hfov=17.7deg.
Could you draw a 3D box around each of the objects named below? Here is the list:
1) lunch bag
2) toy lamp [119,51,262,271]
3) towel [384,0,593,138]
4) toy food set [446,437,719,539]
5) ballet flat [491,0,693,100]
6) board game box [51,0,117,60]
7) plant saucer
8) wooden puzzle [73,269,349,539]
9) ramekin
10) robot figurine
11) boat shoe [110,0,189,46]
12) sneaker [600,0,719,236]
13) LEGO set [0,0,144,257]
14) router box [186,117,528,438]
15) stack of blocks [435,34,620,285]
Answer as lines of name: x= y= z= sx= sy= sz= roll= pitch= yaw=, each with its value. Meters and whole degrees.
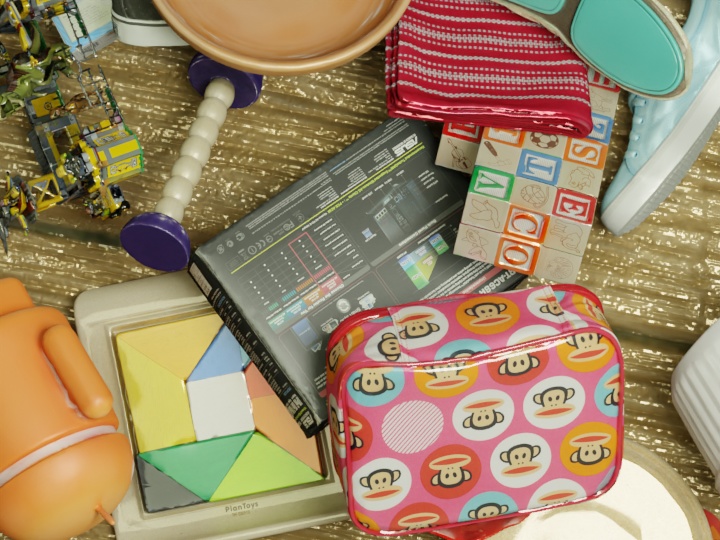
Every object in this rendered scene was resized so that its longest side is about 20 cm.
lunch bag: x=0.079 y=0.105 z=1.558 sx=0.199 sy=0.082 sz=0.177 roll=-7 pitch=121 yaw=-7
toy lamp: x=-0.114 y=-0.094 z=1.640 sx=0.058 sy=0.058 sz=0.201 roll=18 pitch=55 yaw=4
towel: x=0.088 y=-0.168 z=1.623 sx=0.144 sy=0.023 sz=0.201 roll=6 pitch=44 yaw=-6
toy food set: x=0.159 y=0.211 z=1.639 sx=0.197 sy=0.049 sz=0.201 roll=-34 pitch=84 yaw=-2
ballet flat: x=0.158 y=-0.186 z=1.602 sx=0.200 sy=0.062 sz=0.068 roll=37 pitch=116 yaw=21
board game box: x=-0.155 y=-0.262 z=1.704 sx=0.199 sy=0.034 sz=0.135 roll=-28 pitch=84 yaw=-1
plant saucer: x=-0.057 y=-0.221 z=1.612 sx=0.199 sy=0.037 sz=0.201 roll=2 pitch=68 yaw=-5
wooden puzzle: x=-0.102 y=0.095 z=1.666 sx=0.184 sy=0.037 sz=0.201 roll=-11 pitch=84 yaw=1
ramekin: x=0.301 y=0.062 z=1.581 sx=0.202 sy=0.202 sz=0.094 roll=-39 pitch=73 yaw=-2
robot figurine: x=-0.234 y=0.106 z=1.627 sx=0.143 sy=0.117 sz=0.201 roll=-31 pitch=77 yaw=5
boat shoe: x=-0.080 y=-0.204 z=1.655 sx=0.199 sy=0.071 sz=0.064 roll=-8 pitch=124 yaw=-13
sneaker: x=0.216 y=-0.119 z=1.663 sx=0.082 sy=0.074 sz=0.200 roll=33 pitch=78 yaw=12
LEGO set: x=-0.249 y=-0.115 z=1.632 sx=0.115 sy=0.154 sz=0.201 roll=-22 pitch=95 yaw=-27
router box: x=0.000 y=0.000 z=1.635 sx=0.199 sy=0.062 sz=0.150 roll=-34 pitch=83 yaw=-18
stack of blocks: x=0.113 y=-0.090 z=1.607 sx=0.114 sy=0.059 sz=0.201 roll=14 pitch=44 yaw=2
